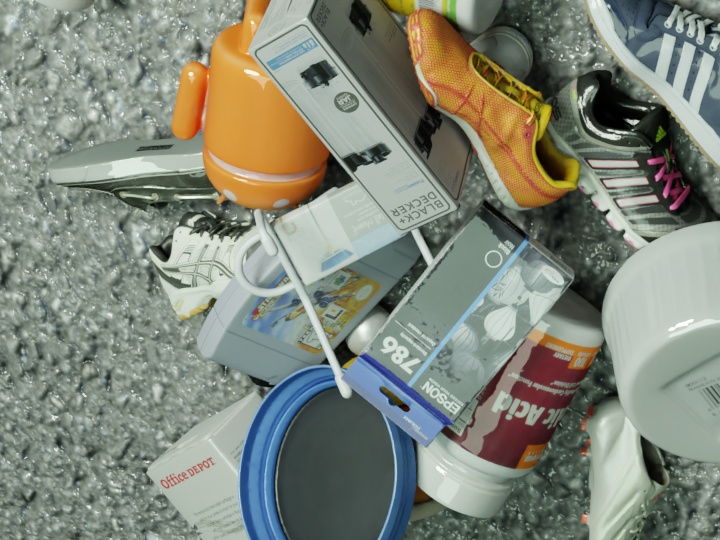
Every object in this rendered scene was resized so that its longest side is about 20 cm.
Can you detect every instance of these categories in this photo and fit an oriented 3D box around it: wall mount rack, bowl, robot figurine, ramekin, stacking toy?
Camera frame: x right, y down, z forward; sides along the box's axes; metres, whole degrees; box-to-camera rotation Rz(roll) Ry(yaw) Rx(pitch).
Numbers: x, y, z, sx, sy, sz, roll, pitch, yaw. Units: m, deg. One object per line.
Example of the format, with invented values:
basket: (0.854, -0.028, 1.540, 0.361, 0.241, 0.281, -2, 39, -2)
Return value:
wall mount rack: (0.000, 0.000, 1.419, 0.199, 0.075, 0.174, -26, 118, 3)
bowl: (-0.030, 0.187, 1.513, 0.200, 0.039, 0.202, -10, 75, 42)
robot figurine: (-0.077, -0.138, 1.464, 0.116, 0.143, 0.201, 38, 131, 39)
ramekin: (0.297, 0.066, 1.359, 0.199, 0.098, 0.201, 3, 134, 3)
stacking toy: (0.013, 0.130, 1.571, 0.145, 0.146, 0.202, -3, 100, 27)

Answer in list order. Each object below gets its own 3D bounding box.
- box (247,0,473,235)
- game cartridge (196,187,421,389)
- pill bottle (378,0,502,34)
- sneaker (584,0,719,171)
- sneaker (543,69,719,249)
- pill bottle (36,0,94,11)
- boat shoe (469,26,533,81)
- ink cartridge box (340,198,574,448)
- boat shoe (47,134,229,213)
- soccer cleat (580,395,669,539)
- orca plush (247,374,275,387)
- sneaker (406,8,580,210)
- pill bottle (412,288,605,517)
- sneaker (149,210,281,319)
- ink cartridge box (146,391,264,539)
box: (0.007, -0.139, 1.310, 0.060, 0.117, 0.200, -25, 120, 31)
game cartridge: (-0.050, 0.019, 1.507, 0.200, 0.133, 0.042, -47, 50, 19)
pill bottle: (0.019, -0.269, 1.351, 0.199, 0.111, 0.112, 19, 122, 16)
sneaker: (0.271, -0.175, 1.302, 0.200, 0.070, 0.108, 46, 131, -11)
sneaker: (0.231, -0.087, 1.367, 0.200, 0.074, 0.088, 44, 132, 5)
pill bottle: (-0.226, -0.325, 1.438, 0.113, 0.113, 0.200, 41, 125, 1)
boat shoe: (0.066, -0.128, 1.428, 0.200, 0.069, 0.072, -33, 99, 35)
ink cartridge box: (0.077, 0.049, 1.381, 0.099, 0.039, 0.200, 37, 104, -1)
boat shoe: (-0.205, -0.085, 1.581, 0.199, 0.071, 0.064, -2, 114, 25)
soccer cleat: (0.243, 0.209, 1.525, 0.077, 0.069, 0.201, 4, 115, 20)
orca plush: (-0.067, 0.045, 1.583, 0.105, 0.071, 0.200, 44, 126, -1)
sneaker: (0.107, -0.136, 1.326, 0.077, 0.073, 0.200, -23, 124, 32)
pill bottle: (0.124, 0.108, 1.469, 0.114, 0.114, 0.201, 29, 109, 9)
sneaker: (-0.134, -0.019, 1.563, 0.200, 0.076, 0.088, -26, 97, 47)
ink cartridge box: (-0.098, 0.235, 1.670, 0.200, 0.084, 0.145, 51, 142, -6)
